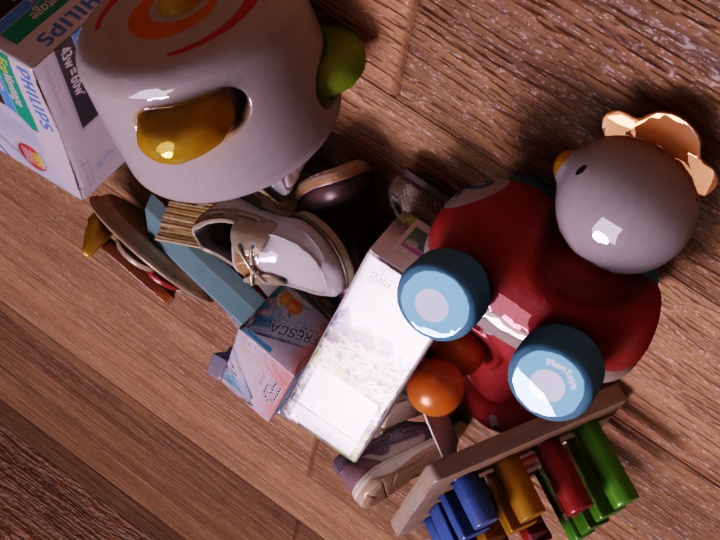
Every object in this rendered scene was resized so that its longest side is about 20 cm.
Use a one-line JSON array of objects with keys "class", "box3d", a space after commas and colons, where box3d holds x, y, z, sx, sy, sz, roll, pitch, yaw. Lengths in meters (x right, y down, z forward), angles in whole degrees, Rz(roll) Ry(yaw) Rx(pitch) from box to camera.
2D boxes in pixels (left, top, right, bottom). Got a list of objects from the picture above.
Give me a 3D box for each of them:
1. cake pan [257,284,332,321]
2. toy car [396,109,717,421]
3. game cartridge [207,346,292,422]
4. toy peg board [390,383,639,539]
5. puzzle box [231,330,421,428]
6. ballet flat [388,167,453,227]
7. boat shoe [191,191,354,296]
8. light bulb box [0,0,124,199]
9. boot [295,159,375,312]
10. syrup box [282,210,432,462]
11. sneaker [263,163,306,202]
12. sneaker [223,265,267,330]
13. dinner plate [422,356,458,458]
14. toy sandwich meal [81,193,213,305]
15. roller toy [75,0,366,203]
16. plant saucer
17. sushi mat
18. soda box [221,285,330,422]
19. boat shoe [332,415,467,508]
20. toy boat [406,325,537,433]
[{"class": "cake pan", "box3d": [-0.067, 0.031, 1.219, 0.200, 0.037, 0.200, 50, 177, 4]}, {"class": "toy car", "box3d": [0.154, -0.038, 0.813, 0.177, 0.184, 0.200, 35, 125, 10]}, {"class": "game cartridge", "box3d": [-0.067, 0.120, 1.330, 0.130, 0.038, 0.200, 30, -166, 25]}, {"class": "toy peg board", "box3d": [0.151, 0.216, 1.107, 0.098, 0.199, 0.200, 63, 161, 21]}, {"class": "puzzle box", "box3d": [-0.026, 0.110, 1.301, 0.200, 0.025, 0.133, 25, -169, 22]}, {"class": "ballet flat", "box3d": [0.103, -0.013, 0.976, 0.200, 0.046, 0.067, 36, -171, 11]}, {"class": "boat shoe", "box3d": [-0.079, -0.016, 1.034, 0.200, 0.068, 0.075, 25, 136, 54]}, {"class": "light bulb box", "box3d": [-0.326, -0.208, 1.167, 0.200, 0.125, 0.198, 30, 152, 21]}, {"class": "boot", "box3d": [0.000, 0.000, 1.061, 0.200, 0.072, 0.166, 108, 142, -76]}, {"class": "syrup box", "box3d": [0.016, 0.057, 0.981, 0.079, 0.081, 0.200, 33, 126, 6]}, {"class": "sneaker", "box3d": [-0.072, -0.110, 1.061, 0.070, 0.080, 0.200, 35, 175, -11]}, {"class": "sneaker", "box3d": [-0.141, -0.004, 1.324, 0.082, 0.078, 0.200, 22, 142, 44]}, {"class": "dinner plate", "box3d": [0.063, 0.113, 1.178, 0.200, 0.024, 0.200, -21, -90, -88]}, {"class": "toy sandwich meal", "box3d": [-0.254, -0.012, 1.379, 0.205, 0.070, 0.205, 41, -176, -3]}, {"class": "roller toy", "box3d": [-0.118, -0.155, 0.903, 0.182, 0.200, 0.140, 25, 151, 39]}, {"class": "plant saucer", "box3d": [-0.161, 0.002, 1.255, 0.200, 0.019, 0.070, 41, 153, 20]}, {"class": "sushi mat", "box3d": [-0.129, -0.061, 1.180, 0.200, 0.096, 0.012, 11, 164, 45]}, {"class": "soda box", "box3d": [-0.081, 0.082, 1.128, 0.068, 0.064, 0.200, 41, 158, 5]}, {"class": "boat shoe", "box3d": [0.045, 0.190, 1.272, 0.065, 0.200, 0.072, 45, 125, 18]}, {"class": "toy boat", "box3d": [0.090, 0.078, 1.068, 0.130, 0.131, 0.200, 0, 134, 52]}]
